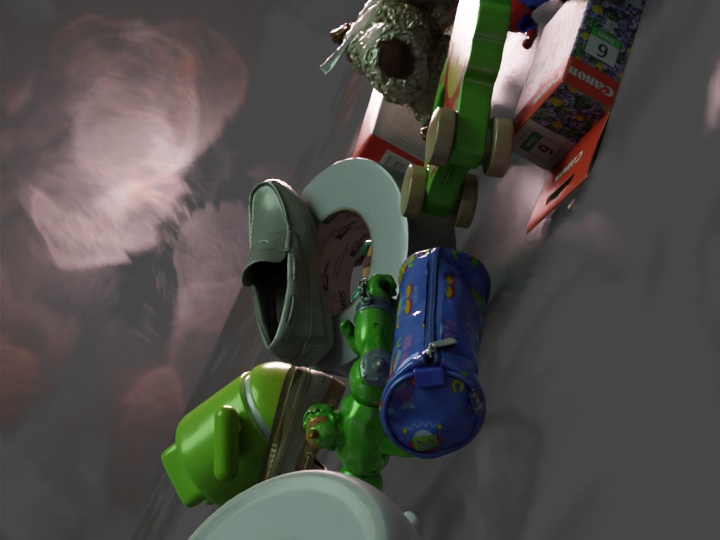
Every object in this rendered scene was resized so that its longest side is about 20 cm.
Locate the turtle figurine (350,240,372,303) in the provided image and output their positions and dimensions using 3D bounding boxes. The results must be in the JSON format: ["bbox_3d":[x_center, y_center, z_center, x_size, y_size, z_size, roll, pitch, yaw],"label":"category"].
[{"bbox_3d":[0.018,-0.010,1.488,0.149,0.100,0.202,-15,56,59],"label":"turtle figurine"}]

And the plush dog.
[{"bbox_3d":[0.068,-0.220,1.595,0.160,0.172,0.201,-17,39,51],"label":"plush dog"}]

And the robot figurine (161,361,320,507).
[{"bbox_3d":[-0.117,0.176,1.580,0.199,0.116,0.175,-36,-19,18],"label":"robot figurine"}]

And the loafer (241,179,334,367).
[{"bbox_3d":[-0.076,-0.004,1.366,0.070,0.069,0.201,-42,49,32],"label":"loafer"}]

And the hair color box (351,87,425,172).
[{"bbox_3d":[0.057,-0.167,1.719,0.061,0.101,0.201,-56,10,36],"label":"hair color box"}]

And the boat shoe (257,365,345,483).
[{"bbox_3d":[-0.063,0.197,1.476,0.074,0.066,0.202,-115,39,-78],"label":"boat shoe"}]

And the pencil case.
[{"bbox_3d":[0.059,0.055,1.128,0.201,0.077,0.088,-79,-10,-59],"label":"pencil case"}]

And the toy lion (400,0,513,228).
[{"bbox_3d":[0.089,-0.156,1.238,0.200,0.068,0.194,115,163,-70],"label":"toy lion"}]

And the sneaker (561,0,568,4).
[{"bbox_3d":[0.214,-0.279,1.295,0.095,0.080,0.200,-23,9,16],"label":"sneaker"}]

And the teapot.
[{"bbox_3d":[-0.027,0.238,0.923,0.199,0.147,0.198,-35,35,-4],"label":"teapot"}]

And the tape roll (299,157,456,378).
[{"bbox_3d":[0.000,0.000,1.381,0.199,0.066,0.203,-19,64,46],"label":"tape roll"}]

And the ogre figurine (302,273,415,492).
[{"bbox_3d":[0.005,0.115,1.209,0.201,0.097,0.120,-63,9,16],"label":"ogre figurine"}]

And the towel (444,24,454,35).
[{"bbox_3d":[0.142,-0.364,1.650,0.132,0.034,0.202,-33,-39,-41],"label":"towel"}]

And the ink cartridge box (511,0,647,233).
[{"bbox_3d":[0.164,-0.139,1.181,0.109,0.050,0.201,-49,17,59],"label":"ink cartridge box"}]

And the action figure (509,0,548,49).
[{"bbox_3d":[0.166,-0.270,1.497,0.099,0.065,0.200,-58,5,-30],"label":"action figure"}]
